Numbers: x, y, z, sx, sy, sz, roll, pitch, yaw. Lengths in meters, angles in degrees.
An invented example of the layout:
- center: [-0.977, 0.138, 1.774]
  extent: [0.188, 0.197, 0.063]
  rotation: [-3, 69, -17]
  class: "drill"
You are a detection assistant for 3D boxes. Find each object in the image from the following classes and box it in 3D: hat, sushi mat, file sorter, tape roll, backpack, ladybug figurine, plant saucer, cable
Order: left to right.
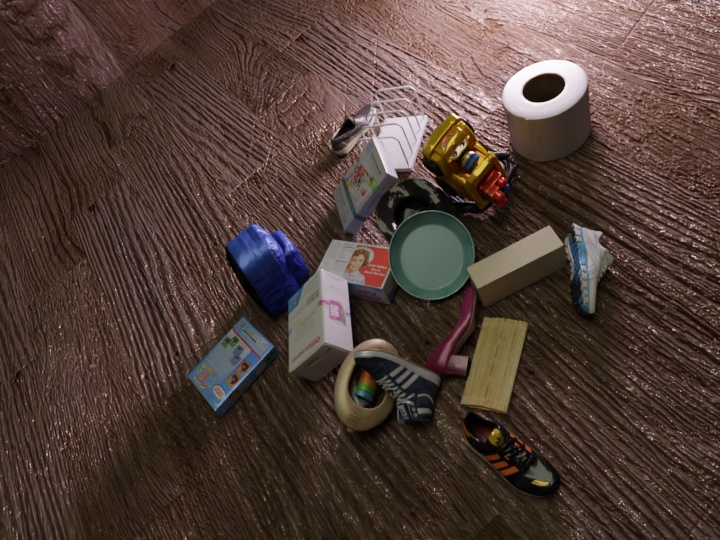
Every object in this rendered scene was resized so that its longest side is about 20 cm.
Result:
- center: [-0.236, -0.019, 1.464]
  extent: [0.167, 0.201, 0.162]
  rotation: [-42, 48, -8]
  class: "backpack"
- center: [0.013, 0.241, 1.215]
  extent: [0.134, 0.072, 0.203]
  rotation: [27, 65, 2]
  class: "ladybug figurine"
- center: [0.086, -0.391, 1.630]
  extent: [0.136, 0.125, 0.203]
  rotation: [2, 57, 28]
  class: "file sorter"
- center: [0.137, -0.123, 1.435]
  extent: [0.195, 0.081, 0.206]
  rotation: [-5, 69, 13]
  class: "hat"
- center: [0.162, -0.033, 1.341]
  extent: [0.195, 0.036, 0.206]
  rotation: [-1, 82, 9]
  class: "plant saucer"
- center: [0.288, -0.222, 1.452]
  extent: [0.161, 0.051, 0.202]
  rotation: [20, 68, 34]
  class: "cable"
- center: [0.271, 0.186, 1.182]
  extent: [0.094, 0.012, 0.203]
  rotation: [5, 58, 31]
  class: "sushi mat"
- center: [0.456, -0.390, 1.435]
  extent: [0.198, 0.140, 0.206]
  rotation: [-13, 50, 16]
  class: "tape roll"

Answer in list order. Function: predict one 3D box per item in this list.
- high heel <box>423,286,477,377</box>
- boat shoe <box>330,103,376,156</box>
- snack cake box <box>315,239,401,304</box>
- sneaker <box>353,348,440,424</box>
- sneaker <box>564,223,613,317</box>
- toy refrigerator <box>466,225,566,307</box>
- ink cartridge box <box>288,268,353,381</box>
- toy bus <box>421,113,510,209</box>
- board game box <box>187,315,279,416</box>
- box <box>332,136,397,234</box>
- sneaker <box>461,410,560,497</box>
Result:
- center: [0.191, 0.123, 1.232]
  extent: [0.094, 0.068, 0.204]
  rotation: [4, 59, 22]
  class: "high heel"
- center: [-0.020, -0.432, 1.753]
  extent: [0.072, 0.065, 0.202]
  rotation: [15, 63, 36]
  class: "boat shoe"
- center: [0.000, 0.000, 1.421]
  extent: [0.196, 0.068, 0.117]
  rotation: [10, 59, 31]
  class: "snack cake box"
- center: [0.068, 0.232, 1.151]
  extent: [0.070, 0.197, 0.111]
  rotation: [-32, 39, 57]
  class: "sneaker"
- center: [0.471, -0.003, 1.188]
  extent: [0.084, 0.075, 0.205]
  rotation: [5, 65, 0]
  class: "sneaker"
- center: [0.332, -0.010, 1.256]
  extent: [0.197, 0.076, 0.071]
  rotation: [-28, 48, 6]
  class: "toy refrigerator"
- center: [-0.094, 0.126, 1.328]
  extent: [0.144, 0.083, 0.203]
  rotation: [-41, 38, 36]
  class: "ink cartridge box"
- center: [0.254, -0.226, 1.321]
  extent: [0.136, 0.199, 0.192]
  rotation: [-48, 53, 4]
  class: "toy bus"
- center: [-0.310, 0.228, 1.428]
  extent: [0.200, 0.037, 0.150]
  rotation: [-47, 49, -12]
  class: "board game box"
- center: [0.008, -0.220, 1.532]
  extent: [0.201, 0.041, 0.158]
  rotation: [-49, 40, 31]
  class: "box"
- center: [0.257, 0.321, 1.037]
  extent: [0.198, 0.091, 0.070]
  rotation: [31, 72, 39]
  class: "sneaker"
